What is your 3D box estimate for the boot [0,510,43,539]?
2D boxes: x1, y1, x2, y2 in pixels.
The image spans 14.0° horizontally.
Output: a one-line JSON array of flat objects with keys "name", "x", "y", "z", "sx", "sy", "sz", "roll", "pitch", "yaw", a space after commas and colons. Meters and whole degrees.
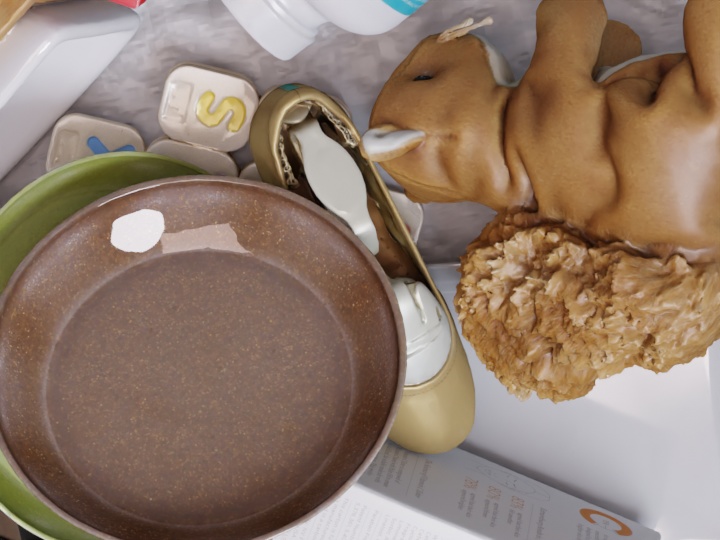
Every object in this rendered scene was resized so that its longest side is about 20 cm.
[{"name": "boot", "x": -0.210, "y": 0.067, "z": 1.486, "sx": 0.075, "sy": 0.074, "sz": 0.200, "roll": 0, "pitch": 115, "yaw": 18}]

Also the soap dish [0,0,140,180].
[{"name": "soap dish", "x": -0.210, "y": -0.083, "z": 1.443, "sx": 0.081, "sy": 0.157, "sz": 0.200, "roll": 45, "pitch": 104, "yaw": 3}]

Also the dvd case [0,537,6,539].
[{"name": "dvd case", "x": -0.188, "y": 0.202, "z": 1.517, "sx": 0.200, "sy": 0.025, "sz": 0.150, "roll": 23, "pitch": 128, "yaw": 2}]

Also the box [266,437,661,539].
[{"name": "box", "x": 0.041, "y": 0.152, "z": 1.457, "sx": 0.200, "sy": 0.124, "sz": 0.098, "roll": 22, "pitch": 104, "yaw": 1}]

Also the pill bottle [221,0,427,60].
[{"name": "pill bottle", "x": 0.019, "y": -0.189, "z": 1.411, "sx": 0.200, "sy": 0.111, "sz": 0.111, "roll": -39, "pitch": 97, "yaw": 13}]

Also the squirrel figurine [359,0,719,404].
[{"name": "squirrel figurine", "x": 0.093, "y": -0.038, "z": 1.414, "sx": 0.187, "sy": 0.142, "sz": 0.200, "roll": 2, "pitch": 82, "yaw": 14}]

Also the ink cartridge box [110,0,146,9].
[{"name": "ink cartridge box", "x": -0.139, "y": -0.180, "z": 1.385, "sx": 0.116, "sy": 0.200, "sz": 0.067, "roll": 20, "pitch": 104, "yaw": 2}]

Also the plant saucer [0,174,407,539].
[{"name": "plant saucer", "x": -0.077, "y": 0.049, "z": 1.390, "sx": 0.200, "sy": 0.037, "sz": 0.200, "roll": -1, "pitch": 61, "yaw": 2}]

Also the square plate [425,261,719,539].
[{"name": "square plate", "x": 0.116, "y": 0.084, "z": 1.511, "sx": 0.198, "sy": 0.028, "sz": 0.200, "roll": -5, "pitch": 103, "yaw": 8}]

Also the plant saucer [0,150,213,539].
[{"name": "plant saucer", "x": -0.122, "y": 0.040, "z": 1.456, "sx": 0.200, "sy": 0.031, "sz": 0.200, "roll": -2, "pitch": 95, "yaw": -31}]

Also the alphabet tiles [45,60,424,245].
[{"name": "alphabet tiles", "x": -0.074, "y": -0.003, "z": 1.508, "sx": 0.196, "sy": 0.015, "sz": 0.200, "roll": 14, "pitch": 105, "yaw": -4}]

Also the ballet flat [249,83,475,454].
[{"name": "ballet flat", "x": 0.000, "y": 0.000, "z": 1.443, "sx": 0.069, "sy": 0.063, "sz": 0.200, "roll": -28, "pitch": 89, "yaw": -11}]
